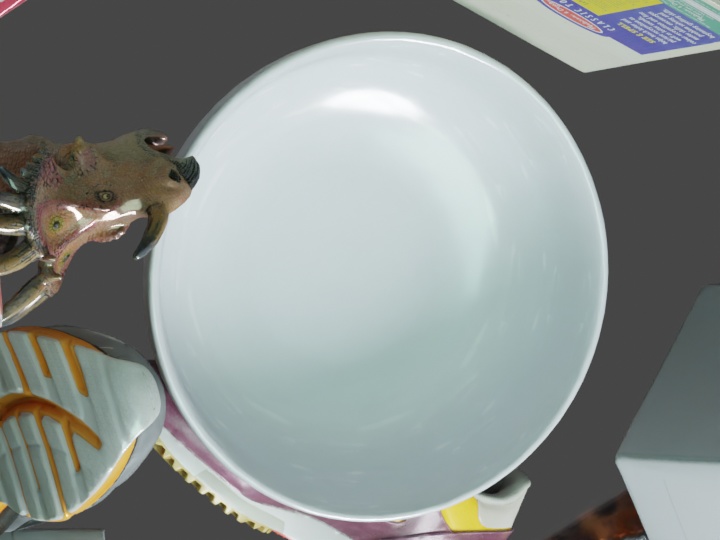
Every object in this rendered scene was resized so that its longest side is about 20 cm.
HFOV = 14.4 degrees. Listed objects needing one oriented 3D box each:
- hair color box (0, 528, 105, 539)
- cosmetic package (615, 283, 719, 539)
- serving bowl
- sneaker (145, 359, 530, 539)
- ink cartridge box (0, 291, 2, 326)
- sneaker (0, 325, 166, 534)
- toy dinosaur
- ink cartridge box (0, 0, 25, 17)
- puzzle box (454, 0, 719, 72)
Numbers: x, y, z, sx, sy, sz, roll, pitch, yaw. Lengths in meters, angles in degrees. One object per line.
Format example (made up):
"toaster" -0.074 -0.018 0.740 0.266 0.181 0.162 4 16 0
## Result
"hair color box" -0.206 0.166 1.220 0.199 0.100 0.061 1 140 -14
"cosmetic package" 0.245 0.117 1.247 0.200 0.123 0.200 1 131 35
"serving bowl" 0.000 0.000 1.183 0.200 0.066 0.201 -2 97 -20
"sneaker" -0.016 0.075 1.247 0.200 0.075 0.090 35 93 -32
"ink cartridge box" -0.231 -0.014 1.055 0.200 0.117 0.067 -18 160 31
"sneaker" -0.121 0.063 1.162 0.077 0.200 0.078 -12 84 -30
"toy dinosaur" -0.168 0.001 1.104 0.200 0.136 0.086 -52 145 16
"ink cartridge box" -0.152 -0.213 0.989 0.145 0.145 0.200 -33 122 7
"puzzle box" 0.052 -0.135 1.103 0.200 0.133 0.025 26 75 -27
